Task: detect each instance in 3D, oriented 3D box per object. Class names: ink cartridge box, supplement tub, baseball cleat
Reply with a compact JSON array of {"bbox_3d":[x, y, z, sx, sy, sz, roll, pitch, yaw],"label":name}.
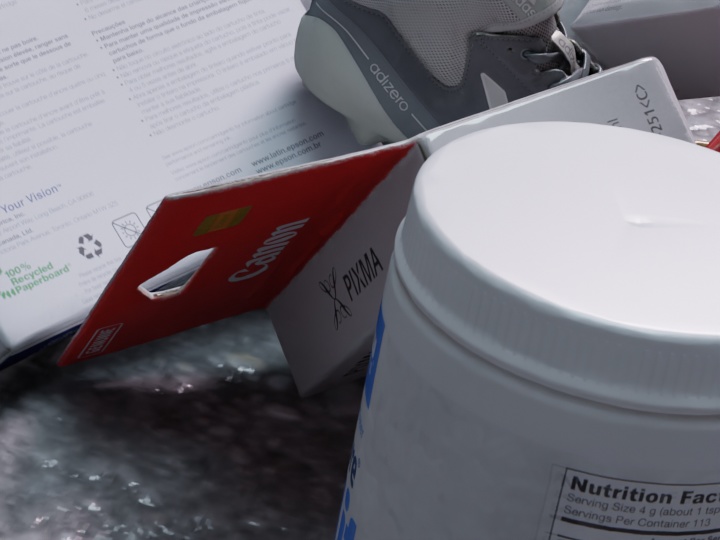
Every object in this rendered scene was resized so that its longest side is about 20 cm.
[{"bbox_3d":[-0.110,-0.084,1.076,0.199,0.041,0.200,-25,84,-36],"label":"ink cartridge box"},{"bbox_3d":[0.000,0.000,0.965,0.176,0.200,0.045,-18,79,-20],"label":"ink cartridge box"},{"bbox_3d":[0.059,0.073,0.814,0.132,0.200,0.132,8,27,-4],"label":"supplement tub"},{"bbox_3d":[0.073,-0.064,1.067,0.200,0.107,0.070,25,37,-2],"label":"baseball cleat"}]

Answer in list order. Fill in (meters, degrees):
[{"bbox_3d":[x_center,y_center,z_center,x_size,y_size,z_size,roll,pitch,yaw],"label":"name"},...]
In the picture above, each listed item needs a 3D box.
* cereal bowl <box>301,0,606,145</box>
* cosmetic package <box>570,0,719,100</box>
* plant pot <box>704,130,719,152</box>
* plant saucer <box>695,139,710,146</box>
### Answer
[{"bbox_3d":[0.055,-0.094,1.224,0.200,0.083,0.200,-7,10,1],"label":"cereal bowl"},{"bbox_3d":[0.170,-0.113,1.057,0.083,0.051,0.200,-52,24,-21],"label":"cosmetic package"},{"bbox_3d":[0.173,0.041,0.932,0.200,0.201,0.182,23,39,22],"label":"plant pot"},{"bbox_3d":[0.160,0.005,1.158,0.200,0.035,0.200,9,28,-5],"label":"plant saucer"}]
